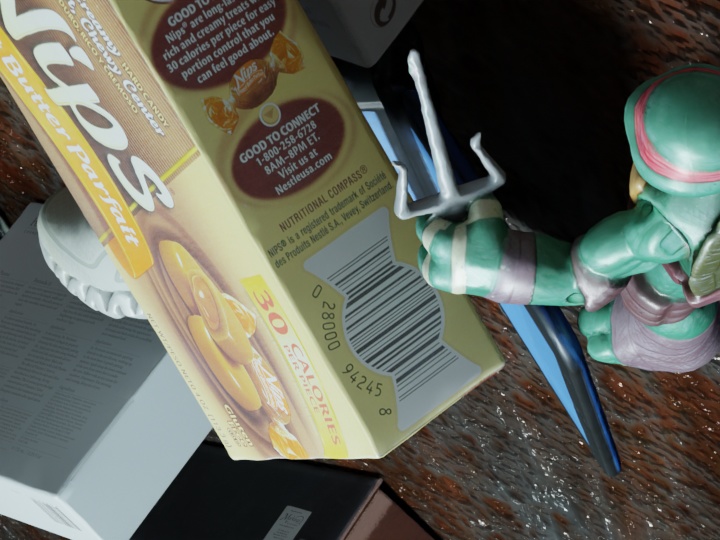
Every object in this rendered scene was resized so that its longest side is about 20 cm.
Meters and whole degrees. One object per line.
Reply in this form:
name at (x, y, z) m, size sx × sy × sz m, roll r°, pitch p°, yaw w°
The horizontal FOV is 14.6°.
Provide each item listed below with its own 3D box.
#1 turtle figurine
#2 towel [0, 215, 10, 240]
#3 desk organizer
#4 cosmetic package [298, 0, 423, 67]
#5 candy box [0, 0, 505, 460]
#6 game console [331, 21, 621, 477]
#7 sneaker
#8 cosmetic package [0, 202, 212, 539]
turtle figurine at (0.086, -0.033, 0.781) m, size 0.101 × 0.150 × 0.200 m, roll 47°, pitch 179°, yaw 18°
towel at (-0.237, 0.003, 1.602) m, size 0.199 × 0.035 × 0.193 m, roll 21°, pitch 155°, yaw 38°
desk organizer at (-0.038, 0.154, 1.547) m, size 0.077 × 0.072 × 0.200 m, roll 44°, pitch 160°, yaw -26°
cosmetic package at (-0.050, -0.160, 0.843) m, size 0.101 × 0.071 × 0.200 m, roll 21°, pitch 156°, yaw 38°
candy box at (-0.048, -0.040, 0.839) m, size 0.201 × 0.055 × 0.115 m, roll 60°, pitch 156°, yaw -10°
game console at (0.000, 0.000, 0.984) m, size 0.170 × 0.119 × 0.200 m, roll -2°, pitch 164°, yaw 9°
sneaker at (-0.073, -0.019, 1.229) m, size 0.199 × 0.075 × 0.081 m, roll 14°, pitch 137°, yaw 44°
cosmetic package at (-0.139, 0.046, 1.352) m, size 0.200 × 0.151 × 0.052 m, roll 11°, pitch 150°, yaw 52°
